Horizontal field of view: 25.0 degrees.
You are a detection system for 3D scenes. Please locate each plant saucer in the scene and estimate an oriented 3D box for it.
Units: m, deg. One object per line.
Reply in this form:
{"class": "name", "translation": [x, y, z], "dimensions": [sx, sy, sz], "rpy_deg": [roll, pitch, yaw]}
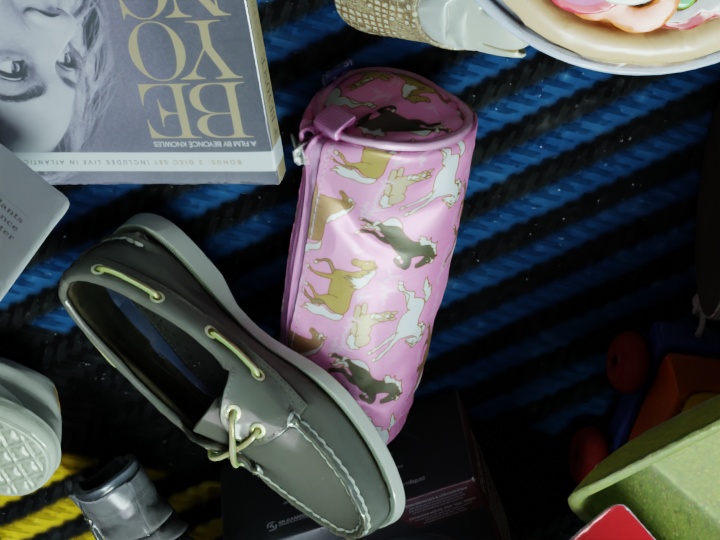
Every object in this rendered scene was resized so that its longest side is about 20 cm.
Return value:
{"class": "plant saucer", "translation": [0.233, 0.103, 0.775], "dimensions": [0.199, 0.048, 0.200], "rpy_deg": [-32, 123, 31]}

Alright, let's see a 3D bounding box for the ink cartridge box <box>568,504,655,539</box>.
{"class": "ink cartridge box", "translation": [0.122, 0.239, 0.778], "dimensions": [0.175, 0.084, 0.200], "rpy_deg": [-42, 123, 3]}

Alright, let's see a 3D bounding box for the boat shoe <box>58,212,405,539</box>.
{"class": "boat shoe", "translation": [-0.064, 0.060, 0.791], "dimensions": [0.202, 0.060, 0.072], "rpy_deg": [45, 134, 8]}

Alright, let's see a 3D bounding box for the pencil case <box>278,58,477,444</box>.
{"class": "pencil case", "translation": [0.000, 0.000, 0.806], "dimensions": [0.086, 0.083, 0.202], "rpy_deg": [18, 127, 11]}

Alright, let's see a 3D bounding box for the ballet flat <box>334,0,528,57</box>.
{"class": "ballet flat", "translation": [0.086, -0.132, 0.727], "dimensions": [0.197, 0.066, 0.071], "rpy_deg": [-14, 138, 5]}

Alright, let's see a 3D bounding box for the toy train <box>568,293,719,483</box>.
{"class": "toy train", "translation": [0.184, 0.077, 0.864], "dimensions": [0.083, 0.116, 0.202], "rpy_deg": [7, 125, -13]}

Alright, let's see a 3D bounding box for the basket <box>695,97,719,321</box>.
{"class": "basket", "translation": [0.270, -0.023, 0.782], "dimensions": [0.197, 0.182, 0.137], "rpy_deg": [4, 133, 1]}

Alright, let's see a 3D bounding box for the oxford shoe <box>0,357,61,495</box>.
{"class": "oxford shoe", "translation": [-0.242, 0.051, 0.832], "dimensions": [0.198, 0.058, 0.076], "rpy_deg": [25, 123, -6]}

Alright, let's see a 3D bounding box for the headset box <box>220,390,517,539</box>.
{"class": "headset box", "translation": [0.014, 0.168, 0.934], "dimensions": [0.147, 0.075, 0.201], "rpy_deg": [-18, 127, 6]}

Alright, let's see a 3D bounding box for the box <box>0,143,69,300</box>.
{"class": "box", "translation": [-0.272, -0.003, 0.707], "dimensions": [0.198, 0.131, 0.200], "rpy_deg": [39, 115, -10]}

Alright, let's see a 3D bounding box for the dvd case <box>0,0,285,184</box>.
{"class": "dvd case", "translation": [-0.119, -0.123, 0.716], "dimensions": [0.147, 0.016, 0.202], "rpy_deg": [1, 128, 12]}

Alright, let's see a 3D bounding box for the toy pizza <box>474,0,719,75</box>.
{"class": "toy pizza", "translation": [0.117, -0.177, 0.641], "dimensions": [0.197, 0.032, 0.203], "rpy_deg": [0, 105, -1]}

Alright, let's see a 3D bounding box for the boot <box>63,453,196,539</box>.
{"class": "boot", "translation": [-0.117, 0.167, 0.916], "dimensions": [0.069, 0.132, 0.200], "rpy_deg": [-35, 176, -25]}
